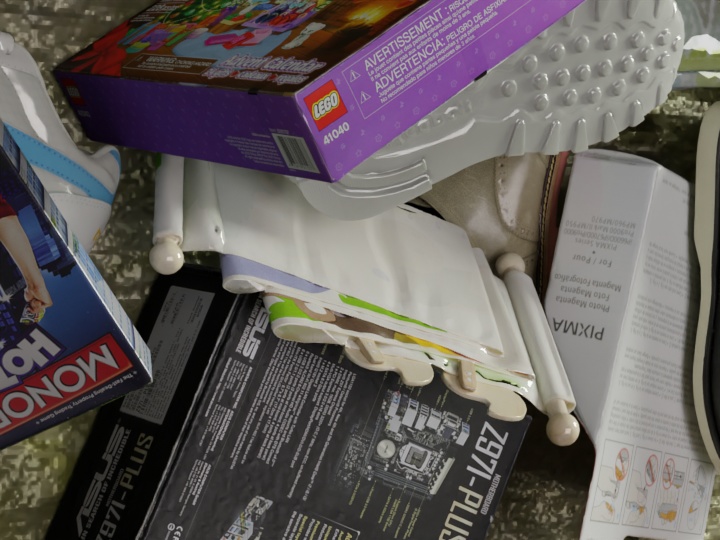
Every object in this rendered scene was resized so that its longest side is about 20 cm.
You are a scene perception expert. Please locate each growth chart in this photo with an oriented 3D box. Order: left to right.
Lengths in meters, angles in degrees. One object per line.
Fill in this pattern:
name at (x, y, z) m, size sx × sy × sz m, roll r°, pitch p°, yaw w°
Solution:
growth chart at (0.000, 0.000, 0.756) m, size 0.200 × 0.145 × 0.018 m, roll 23°, pitch 120°, yaw -13°

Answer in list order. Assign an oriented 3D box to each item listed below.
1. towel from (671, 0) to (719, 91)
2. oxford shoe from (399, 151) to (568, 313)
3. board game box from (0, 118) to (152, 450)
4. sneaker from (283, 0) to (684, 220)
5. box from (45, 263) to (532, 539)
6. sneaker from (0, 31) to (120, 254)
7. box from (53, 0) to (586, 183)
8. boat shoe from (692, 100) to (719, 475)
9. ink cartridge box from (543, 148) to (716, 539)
towel at (0.173, -0.178, 0.826) m, size 0.171 × 0.048 × 0.200 m, roll -4°, pitch 109°, yaw -9°
oxford shoe at (0.054, -0.058, 0.843) m, size 0.075 × 0.070 × 0.200 m, roll -10°, pitch 98°, yaw -26°
board game box at (-0.187, 0.029, 0.668) m, size 0.200 × 0.062 × 0.200 m, roll -23°, pitch 120°, yaw 9°
sneaker at (0.047, -0.087, 0.782) m, size 0.200 × 0.080 × 0.077 m, roll -16°, pitch 116°, yaw -19°
box at (-0.041, 0.120, 0.789) m, size 0.164 × 0.086 × 0.200 m, roll 26°, pitch 81°, yaw -29°
sneaker at (-0.180, -0.069, 0.705) m, size 0.200 × 0.076 × 0.081 m, roll 44°, pitch 63°, yaw -32°
box at (-0.021, -0.095, 0.718) m, size 0.137 × 0.200 × 0.039 m, roll -37°, pitch 116°, yaw -24°
boat shoe at (0.198, 0.017, 0.865) m, size 0.074 × 0.063 × 0.202 m, roll -39°, pitch 131°, yaw -52°
ink cartridge box at (0.135, 0.056, 0.877) m, size 0.162 × 0.057 × 0.200 m, roll 18°, pitch 87°, yaw -57°
